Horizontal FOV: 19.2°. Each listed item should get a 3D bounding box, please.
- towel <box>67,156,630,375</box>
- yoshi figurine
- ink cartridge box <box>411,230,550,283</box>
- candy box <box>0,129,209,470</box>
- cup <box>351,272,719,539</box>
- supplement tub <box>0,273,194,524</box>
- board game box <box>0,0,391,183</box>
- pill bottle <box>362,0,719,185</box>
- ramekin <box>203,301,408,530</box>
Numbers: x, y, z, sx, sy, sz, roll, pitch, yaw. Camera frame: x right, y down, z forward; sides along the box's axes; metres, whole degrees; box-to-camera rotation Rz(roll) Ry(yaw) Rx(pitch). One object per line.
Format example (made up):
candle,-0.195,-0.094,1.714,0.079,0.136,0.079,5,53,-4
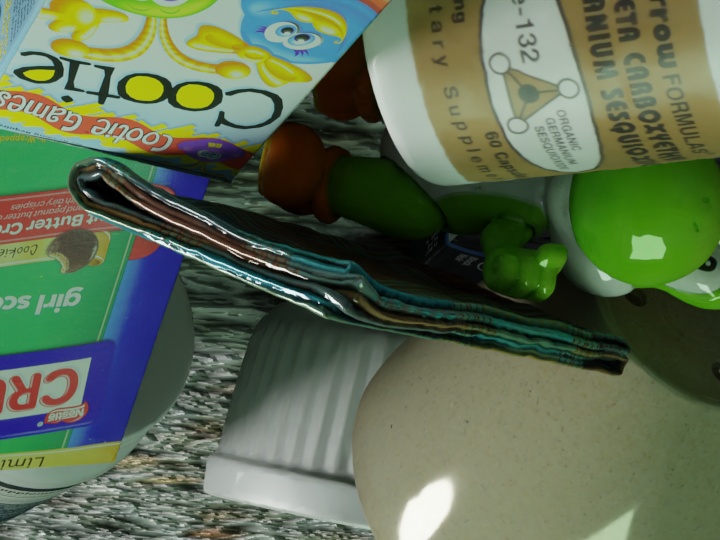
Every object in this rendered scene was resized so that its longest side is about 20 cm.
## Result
towel,0.000,0.000,0.814,0.146,0.022,0.199,23,-174,36
yoshi figurine,0.064,-0.042,0.834,0.198,0.112,0.113,18,118,10
ink cartridge box,0.132,-0.007,1.027,0.198,0.040,0.099,12,155,-17
candy box,-0.164,-0.008,0.874,0.168,0.077,0.201,-3,134,-31
cup,0.115,0.063,0.941,0.199,0.201,0.144,14,136,-20
supplement tub,-0.185,0.052,1.091,0.139,0.142,0.200,18,153,-28
board game box,-0.052,-0.122,0.711,0.102,0.106,0.200,13,156,-20
pill bottle,0.109,-0.095,0.731,0.198,0.115,0.114,-6,155,22
ramekin,0.023,0.083,1.113,0.198,0.106,0.200,11,174,1
